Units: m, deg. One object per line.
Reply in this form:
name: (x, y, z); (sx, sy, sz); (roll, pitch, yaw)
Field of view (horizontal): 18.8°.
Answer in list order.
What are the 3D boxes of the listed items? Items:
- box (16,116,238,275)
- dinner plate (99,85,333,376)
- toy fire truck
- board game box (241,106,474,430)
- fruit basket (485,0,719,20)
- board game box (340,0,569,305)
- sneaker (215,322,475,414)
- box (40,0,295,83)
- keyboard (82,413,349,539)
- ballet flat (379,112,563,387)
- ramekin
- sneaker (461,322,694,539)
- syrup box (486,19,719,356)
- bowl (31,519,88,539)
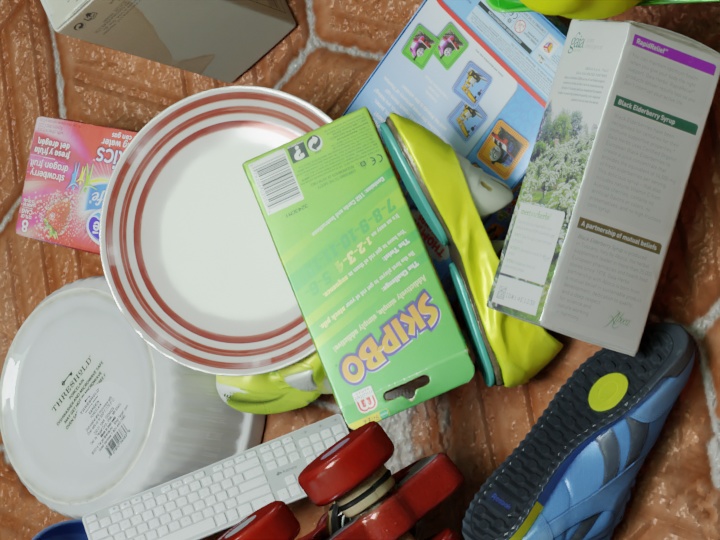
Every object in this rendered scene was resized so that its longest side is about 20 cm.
box: (-0.149, -0.051, 1.623); (0.199, 0.099, 0.096); (12, 90, 36)
dinner plate: (-0.083, -0.027, 1.509); (0.198, 0.024, 0.202); (-1, 85, 8)
toy fire truck: (-0.028, 0.190, 1.445); (0.112, 0.200, 0.168); (54, 160, -4)
board game box: (0.000, 0.000, 1.462); (0.095, 0.030, 0.201); (-24, 74, 6)
fruit basket: (0.158, -0.224, 1.366); (0.214, 0.215, 0.157); (1, 84, 36)
board game box: (0.068, -0.101, 1.512); (0.151, 0.036, 0.200); (47, 109, 29)
sneaker: (-0.013, 0.036, 1.528); (0.198, 0.076, 0.106); (-9, 66, 23)
box: (-0.146, -0.210, 1.582); (0.078, 0.199, 0.095); (-39, 62, 24)
keyboard: (-0.097, 0.158, 1.534); (0.198, 0.011, 0.056); (-22, 44, -5)
ballet flat: (0.079, -0.021, 1.449); (0.067, 0.067, 0.201); (-23, 95, -3)
ramekin: (-0.177, 0.096, 1.618); (0.199, 0.105, 0.202); (-6, 79, 34)
sneaker: (0.153, 0.123, 1.412); (0.200, 0.078, 0.066); (-49, 32, 0)
syrup box: (0.157, -0.056, 1.395); (0.079, 0.081, 0.202); (18, 90, 65)
bowl: (-0.154, 0.255, 1.509); (0.201, 0.200, 0.040); (47, 115, 31)
